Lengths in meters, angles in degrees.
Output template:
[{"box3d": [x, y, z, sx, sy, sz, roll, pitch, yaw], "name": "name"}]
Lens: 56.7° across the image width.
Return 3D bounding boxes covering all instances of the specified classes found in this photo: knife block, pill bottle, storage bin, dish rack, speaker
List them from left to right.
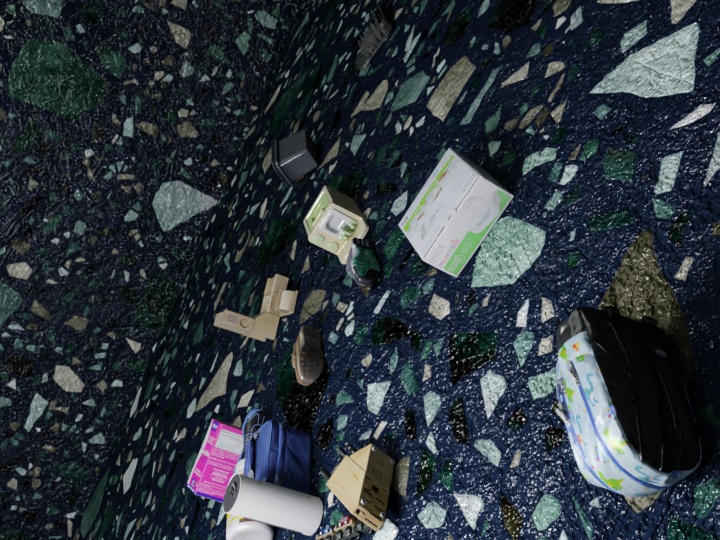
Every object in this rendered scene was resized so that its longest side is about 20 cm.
[{"box3d": [-0.262, 0.552, 1.591, 0.109, 0.109, 0.200, -51, 29, 27], "name": "pill bottle"}, {"box3d": [-0.181, 0.486, 1.385, 0.081, 0.200, 0.081, -45, 31, 37], "name": "speaker"}, {"box3d": [-0.226, -0.405, 2.394, 0.134, 0.146, 0.200, -25, 38, 14], "name": "storage bin"}, {"box3d": [-0.021, 0.412, 1.260, 0.175, 0.064, 0.200, -40, 19, 32], "name": "knife block"}, {"box3d": [0.036, -0.803, 2.321, 0.200, 0.054, 0.154, -51, 27, 28], "name": "dish rack"}]

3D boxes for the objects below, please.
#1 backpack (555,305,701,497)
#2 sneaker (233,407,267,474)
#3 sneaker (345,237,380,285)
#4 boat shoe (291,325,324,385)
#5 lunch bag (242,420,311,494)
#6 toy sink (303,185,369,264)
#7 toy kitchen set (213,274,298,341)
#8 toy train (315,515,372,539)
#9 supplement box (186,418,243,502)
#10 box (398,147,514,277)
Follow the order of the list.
[{"box3d": [0.316, 0.163, 0.792, 0.154, 0.163, 0.200, -59, 31, 33], "name": "backpack"}, {"box3d": [-0.278, 0.465, 1.761, 0.078, 0.070, 0.201, -13, 61, 54], "name": "sneaker"}, {"box3d": [0.000, 0.000, 1.655, 0.200, 0.074, 0.088, -92, 22, -60], "name": "sneaker"}, {"box3d": [-0.138, 0.226, 1.704, 0.072, 0.076, 0.200, -55, 17, 28], "name": "boat shoe"}, {"box3d": [-0.201, 0.445, 1.543, 0.136, 0.132, 0.200, -47, 31, 33], "name": "lunch bag"}, {"box3d": [-0.074, -0.129, 1.847, 0.131, 0.112, 0.200, -56, 26, 18], "name": "toy sink"}, {"box3d": [-0.310, 0.091, 2.023, 0.163, 0.180, 0.201, -18, 56, 56], "name": "toy kitchen set"}, {"box3d": [-0.025, 0.492, 1.274, 0.200, 0.034, 0.046, -41, 30, 39], "name": "toy train"}, {"box3d": [-0.398, 0.535, 1.884, 0.101, 0.103, 0.200, -7, 59, 62], "name": "supplement box"}, {"box3d": [0.186, -0.121, 1.351, 0.200, 0.097, 0.177, -57, 27, 16], "name": "box"}]
